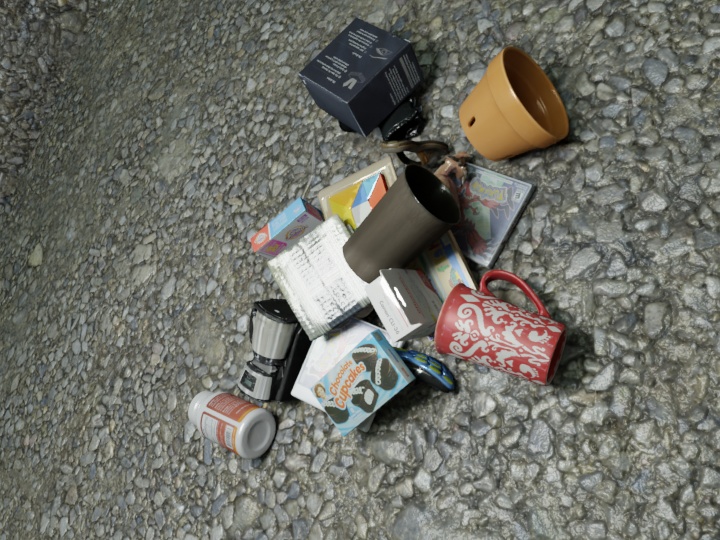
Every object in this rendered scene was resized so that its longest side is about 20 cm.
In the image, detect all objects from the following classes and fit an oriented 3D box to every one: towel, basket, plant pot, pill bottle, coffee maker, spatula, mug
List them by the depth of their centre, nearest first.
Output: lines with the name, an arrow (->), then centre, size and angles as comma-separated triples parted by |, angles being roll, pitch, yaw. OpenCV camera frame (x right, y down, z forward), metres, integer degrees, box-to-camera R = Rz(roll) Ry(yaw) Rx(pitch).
mug -> 0.252, 0.094, 1.088 | 0.199, 0.133, 0.179 | 19, 95, 28
basket -> 0.069, -0.075, 1.161 | 0.200, 0.136, 0.181 | -45, 10, 28
plant pot -> 0.286, -0.307, 1.213 | 0.140, 0.199, 0.202 | -31, 55, 41
towel -> -0.070, 0.012, 1.272 | 0.192, 0.035, 0.201 | -34, 77, 11
spatula -> 0.011, 0.124, 1.335 | 0.056, 0.021, 0.201 | 34, 93, 41
coffee maker -> -0.158, 0.175, 1.359 | 0.135, 0.191, 0.202 | 42, 120, 59
pill bottle -> -0.295, 0.340, 1.411 | 0.199, 0.112, 0.113 | 12, 79, 38

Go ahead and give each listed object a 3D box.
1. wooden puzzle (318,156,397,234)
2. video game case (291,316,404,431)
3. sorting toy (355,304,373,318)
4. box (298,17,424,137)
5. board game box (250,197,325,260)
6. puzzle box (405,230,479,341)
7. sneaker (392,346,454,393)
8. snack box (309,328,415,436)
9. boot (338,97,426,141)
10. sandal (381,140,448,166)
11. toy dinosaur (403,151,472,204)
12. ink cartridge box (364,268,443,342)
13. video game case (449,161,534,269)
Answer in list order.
wooden puzzle -> 0.007, -0.115, 1.288 | 0.184, 0.037, 0.202 | -23, 71, 24
video game case -> -0.027, 0.199, 1.287 | 0.181, 0.023, 0.201 | 21, 84, 20
sorting toy -> 0.000, 0.000, 1.349 | 0.200, 0.107, 0.181 | -40, 61, 17
box -> 0.002, -0.442, 1.423 | 0.200, 0.118, 0.197 | -45, 52, -6
board game box -> -0.122, -0.065, 1.391 | 0.153, 0.200, 0.041 | -37, 55, 17
puzzle box -> 0.153, 0.022, 1.232 | 0.133, 0.025, 0.201 | -30, 75, 23
sneaker -> 0.085, 0.198, 1.207 | 0.198, 0.071, 0.083 | 14, 100, 16
snack box -> 0.000, 0.216, 1.190 | 0.116, 0.037, 0.200 | 52, 122, 13
boot -> 0.049, -0.350, 1.464 | 0.197, 0.073, 0.163 | -32, 54, 15
sandal -> 0.114, -0.243, 1.307 | 0.081, 0.199, 0.055 | 2, 99, 34
toy dinosaur -> 0.172, -0.157, 1.269 | 0.135, 0.086, 0.202 | -16, 68, 23
ink cartridge box -> 0.081, 0.062, 1.141 | 0.067, 0.200, 0.117 | -36, 73, 21
video game case -> 0.227, -0.121, 1.277 | 0.199, 0.023, 0.183 | 29, 90, 39
